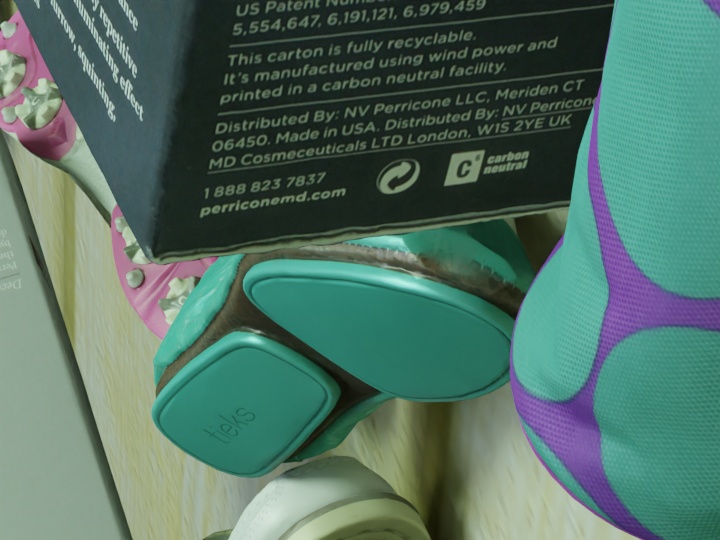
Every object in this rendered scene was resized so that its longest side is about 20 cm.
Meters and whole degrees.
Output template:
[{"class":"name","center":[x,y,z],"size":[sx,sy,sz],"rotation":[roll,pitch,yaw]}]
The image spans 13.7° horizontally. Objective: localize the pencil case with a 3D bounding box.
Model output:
[{"class":"pencil case","center":[0.074,-0.044,0.435],"size":[0.092,0.085,0.200],"rotation":[50,148,34]}]

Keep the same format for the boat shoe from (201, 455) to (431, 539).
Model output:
[{"class":"boat shoe","center":[-0.024,0.107,0.897],"size":[0.200,0.075,0.068],"rotation":[102,150,-54]}]

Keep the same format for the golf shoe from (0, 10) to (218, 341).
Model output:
[{"class":"golf shoe","center":[-0.045,-0.020,0.948],"size":[0.092,0.075,0.200],"rotation":[44,-174,-49]}]

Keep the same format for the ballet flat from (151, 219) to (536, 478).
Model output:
[{"class":"ballet flat","center":[0.000,0.000,0.755],"size":[0.070,0.067,0.200],"rotation":[-63,13,-22]}]

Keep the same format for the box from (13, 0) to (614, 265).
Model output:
[{"class":"box","center":[-0.006,-0.128,0.586],"size":[0.149,0.107,0.200],"rotation":[-120,31,-41]}]

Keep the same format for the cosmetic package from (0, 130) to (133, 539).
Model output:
[{"class":"cosmetic package","center":[-0.119,0.061,0.925],"size":[0.107,0.090,0.200],"rotation":[85,164,-67]}]
